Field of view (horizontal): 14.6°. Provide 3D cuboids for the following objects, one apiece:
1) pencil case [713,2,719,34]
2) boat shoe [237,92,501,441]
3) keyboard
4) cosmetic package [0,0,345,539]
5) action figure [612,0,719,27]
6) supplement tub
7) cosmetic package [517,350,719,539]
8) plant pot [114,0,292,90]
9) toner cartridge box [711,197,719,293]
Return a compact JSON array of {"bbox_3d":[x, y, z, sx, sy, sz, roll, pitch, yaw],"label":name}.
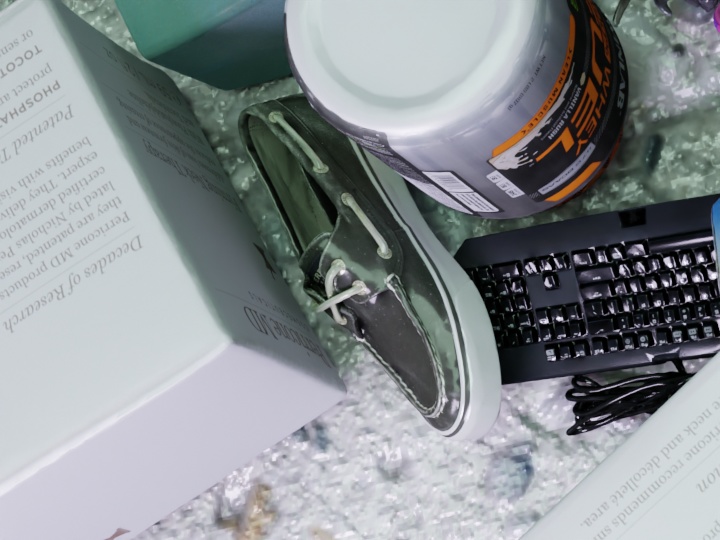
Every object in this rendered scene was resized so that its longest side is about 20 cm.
[{"bbox_3d":[0.237,-0.064,1.236,0.088,0.088,0.200,-35,108,9],"label":"pencil case"},{"bbox_3d":[0.000,0.000,1.351,0.200,0.064,0.071,61,143,25],"label":"boat shoe"},{"bbox_3d":[0.133,0.024,1.288,0.200,0.040,0.104,-10,103,34],"label":"keyboard"},{"bbox_3d":[-0.143,0.009,1.347,0.166,0.167,0.200,-33,71,10],"label":"cosmetic package"},{"bbox_3d":[0.208,-0.171,1.302,0.199,0.119,0.102,-12,87,7],"label":"action figure"},{"bbox_3d":[0.052,-0.094,1.290,0.122,0.200,0.123,-4,78,19],"label":"supplement tub"},{"bbox_3d":[0.185,0.164,1.208,0.167,0.166,0.200,-42,68,7],"label":"cosmetic package"},{"bbox_3d":[-0.028,-0.186,1.375,0.200,0.141,0.142,-33,70,18],"label":"plant pot"},{"bbox_3d":[0.234,0.044,1.199,0.200,0.095,0.043,43,110,-14],"label":"toner cartridge box"}]
